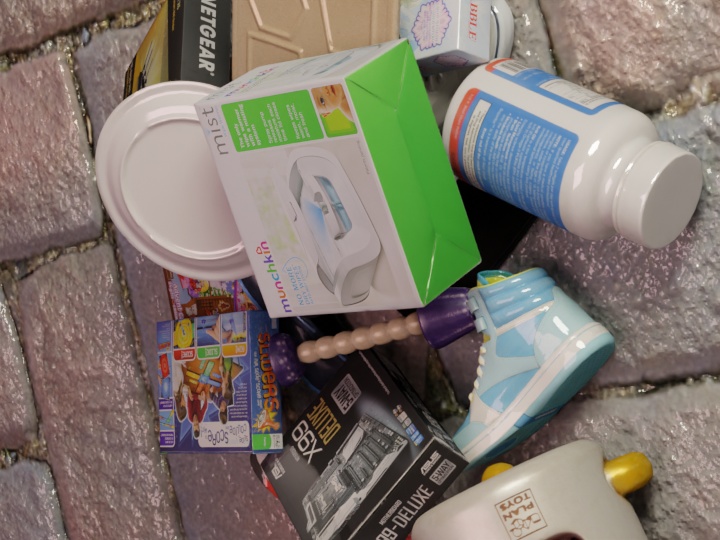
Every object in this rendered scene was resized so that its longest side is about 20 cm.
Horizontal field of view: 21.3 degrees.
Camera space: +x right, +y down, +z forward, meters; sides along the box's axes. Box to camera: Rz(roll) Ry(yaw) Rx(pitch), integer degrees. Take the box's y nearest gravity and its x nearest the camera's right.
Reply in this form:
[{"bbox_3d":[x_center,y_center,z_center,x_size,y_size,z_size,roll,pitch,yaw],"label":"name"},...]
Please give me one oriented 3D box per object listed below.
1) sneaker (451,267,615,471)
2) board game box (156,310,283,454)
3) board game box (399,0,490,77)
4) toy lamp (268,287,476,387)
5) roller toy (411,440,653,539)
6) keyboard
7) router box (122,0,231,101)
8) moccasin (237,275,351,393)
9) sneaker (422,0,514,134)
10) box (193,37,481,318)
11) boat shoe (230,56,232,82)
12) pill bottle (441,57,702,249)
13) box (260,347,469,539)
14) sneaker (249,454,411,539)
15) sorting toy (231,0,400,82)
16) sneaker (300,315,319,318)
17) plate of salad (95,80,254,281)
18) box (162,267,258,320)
[{"bbox_3d":[0.122,0.076,1.674,0.200,0.079,0.131,-48,70,30],"label":"sneaker"},{"bbox_3d":[-0.140,0.111,1.863,0.200,0.034,0.136,-7,83,58],"label":"board game box"},{"bbox_3d":[0.030,-0.261,1.646,0.199,0.041,0.201,-10,73,45],"label":"board game box"},{"bbox_3d":[0.014,0.058,1.736,0.199,0.058,0.058,-17,89,19],"label":"toy lamp"},{"bbox_3d":[0.144,0.227,1.617,0.200,0.182,0.140,-35,76,44],"label":"roller toy"},{"bbox_3d":[0.083,-0.033,1.720,0.104,0.040,0.200,40,129,3],"label":"keyboard"},{"bbox_3d":[-0.180,-0.171,1.838,0.157,0.052,0.201,-54,27,38],"label":"router box"},{"bbox_3d":[-0.055,0.021,1.842,0.068,0.080,0.200,-35,91,39],"label":"moccasin"},{"bbox_3d":[0.063,-0.159,1.667,0.073,0.071,0.200,52,131,21],"label":"sneaker"},{"bbox_3d":[-0.019,-0.074,1.579,0.176,0.097,0.201,-4,112,41],"label":"box"},{"bbox_3d":[-0.124,-0.107,1.826,0.075,0.075,0.203,-6,66,31],"label":"boat shoe"},{"bbox_3d":[0.172,-0.091,1.552,0.200,0.112,0.113,29,120,36],"label":"pill bottle"},{"bbox_3d":[-0.001,0.175,1.730,0.158,0.050,0.200,-50,29,7],"label":"box"},{"bbox_3d":[-0.015,0.198,1.849,0.201,0.067,0.108,39,124,26],"label":"sneaker"},{"bbox_3d":[-0.037,-0.191,1.627,0.185,0.036,0.201,23,128,35],"label":"sorting toy"},{"bbox_3d":[0.000,0.000,1.706,0.116,0.075,0.200,52,138,27],"label":"sneaker"},{"bbox_3d":[-0.144,-0.082,1.731,0.199,0.048,0.201,7,120,13],"label":"plate of salad"},{"bbox_3d":[-0.147,-0.020,1.933,0.136,0.039,0.201,-5,98,45],"label":"box"}]
